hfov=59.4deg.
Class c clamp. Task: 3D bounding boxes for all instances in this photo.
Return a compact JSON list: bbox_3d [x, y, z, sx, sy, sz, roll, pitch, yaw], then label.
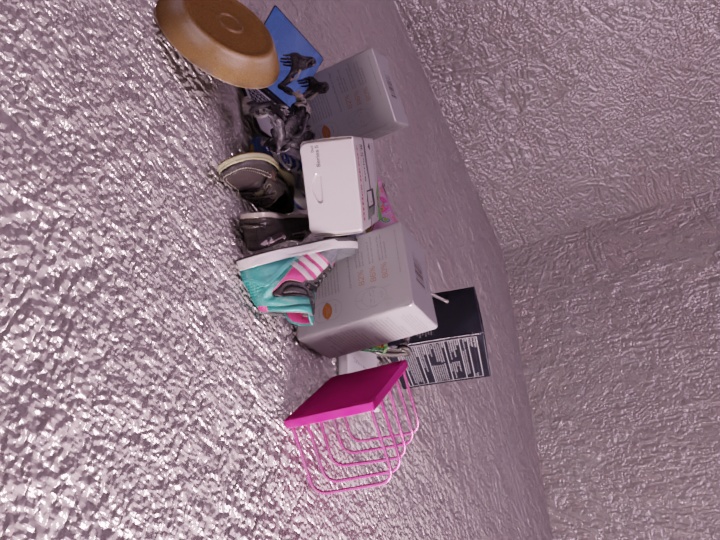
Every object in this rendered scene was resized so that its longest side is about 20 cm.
[{"bbox_3d":[0.075,0.088,1.206,0.171,0.027,0.200,28,51,-4],"label":"c clamp"}]

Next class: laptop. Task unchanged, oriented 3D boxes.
[{"bbox_3d":[-0.121,-0.321,1.135,0.187,0.116,0.200,25,39,-64],"label":"laptop"}]

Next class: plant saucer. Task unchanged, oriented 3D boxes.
[{"bbox_3d":[-0.201,-0.356,0.938,0.200,0.035,0.200,25,42,-25],"label":"plant saucer"}]

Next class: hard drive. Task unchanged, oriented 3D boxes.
[{"bbox_3d":[-0.005,0.152,1.192,0.132,0.027,0.200,49,31,-48],"label":"hard drive"}]

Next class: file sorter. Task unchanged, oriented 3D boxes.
[{"bbox_3d":[0.001,0.237,0.967,0.200,0.139,0.126,-28,101,-70],"label":"file sorter"}]

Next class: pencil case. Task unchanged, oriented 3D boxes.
[{"bbox_3d":[0.038,-0.125,1.400,0.087,0.087,0.200,49,17,-49],"label":"pencil case"}]

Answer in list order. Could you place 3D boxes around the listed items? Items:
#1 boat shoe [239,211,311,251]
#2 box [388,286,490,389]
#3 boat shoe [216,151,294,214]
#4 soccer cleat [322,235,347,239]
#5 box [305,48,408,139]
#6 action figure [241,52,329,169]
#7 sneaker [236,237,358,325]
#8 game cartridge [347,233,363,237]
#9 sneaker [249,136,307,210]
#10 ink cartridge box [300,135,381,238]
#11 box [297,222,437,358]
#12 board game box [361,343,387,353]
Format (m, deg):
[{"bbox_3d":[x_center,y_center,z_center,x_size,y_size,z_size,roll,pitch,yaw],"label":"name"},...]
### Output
[{"bbox_3d":[-0.126,-0.061,1.000,0.200,0.067,0.057,-7,96,-66],"label":"boat shoe"},{"bbox_3d":[0.166,0.148,1.352,0.200,0.198,0.123,68,16,-52],"label":"box"},{"bbox_3d":[-0.148,-0.130,0.974,0.200,0.073,0.065,8,61,-69],"label":"boat shoe"},{"bbox_3d":[0.000,0.000,1.173,0.200,0.068,0.073,43,10,32],"label":"soccer cleat"},{"bbox_3d":[-0.027,-0.332,1.282,0.106,0.200,0.152,-24,96,-69],"label":"box"},{"bbox_3d":[-0.120,-0.245,1.009,0.119,0.102,0.200,48,48,-44],"label":"action figure"},{"bbox_3d":[-0.079,0.020,0.940,0.200,0.084,0.121,-14,92,-33],"label":"sneaker"},{"bbox_3d":[0.020,0.014,1.366,0.200,0.040,0.133,55,22,-41],"label":"game cartridge"},{"bbox_3d":[-0.111,-0.179,1.095,0.200,0.088,0.075,36,42,-57],"label":"sneaker"},{"bbox_3d":[-0.026,-0.139,1.022,0.200,0.084,0.146,-48,132,-75],"label":"ink cartridge box"},{"bbox_3d":[0.005,0.036,1.032,0.106,0.200,0.152,43,35,-53],"label":"box"},{"bbox_3d":[-0.006,0.057,1.175,0.023,0.105,0.200,113,-20,-51],"label":"board game box"}]
